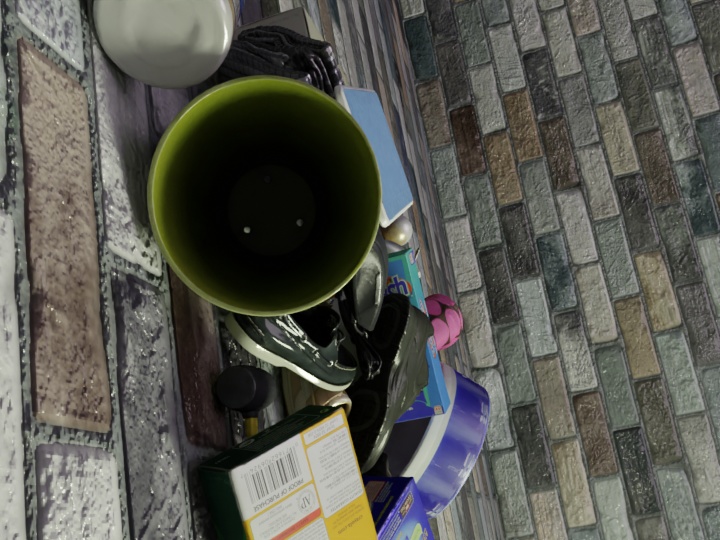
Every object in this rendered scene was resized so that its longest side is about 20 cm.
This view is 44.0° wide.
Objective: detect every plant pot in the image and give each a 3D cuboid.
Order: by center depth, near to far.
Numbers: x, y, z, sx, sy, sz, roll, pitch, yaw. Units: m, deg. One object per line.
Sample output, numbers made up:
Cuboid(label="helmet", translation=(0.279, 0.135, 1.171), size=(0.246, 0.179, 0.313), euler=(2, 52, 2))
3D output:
Cuboid(label="plant pot", translation=(-0.083, -0.060, 0.798), size=(0.200, 0.184, 0.190), euler=(-175, -109, -84))

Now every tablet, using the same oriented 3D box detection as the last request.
Cuboid(label="tablet", translation=(0.016, -0.116, 0.872), size=(0.200, 0.013, 0.132), euler=(-46, 117, -76))

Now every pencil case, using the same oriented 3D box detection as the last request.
Cuboid(label="pencil case", translation=(0.066, 0.098, 1.218), size=(0.091, 0.094, 0.199), euler=(40, 30, 16))

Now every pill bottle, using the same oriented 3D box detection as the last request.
Cuboid(label="pill bottle", translation=(-0.152, -0.250, 0.766), size=(0.201, 0.109, 0.112), euler=(-88, 161, -52))

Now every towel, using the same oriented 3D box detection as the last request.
Cuboid(label="towel", translation=(-0.068, -0.168, 0.952), size=(0.199, 0.085, 0.167), euler=(32, -35, 52))

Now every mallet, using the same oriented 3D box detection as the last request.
Cuboid(label="mallet", translation=(-0.094, 0.180, 0.769), size=(0.066, 0.041, 0.203), euler=(51, 32, -68))

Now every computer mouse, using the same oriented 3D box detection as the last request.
Cuboid(label="computer mouse", translation=(0.000, 0.000, 0.933), size=(0.141, 0.045, 0.202), euler=(-115, -165, -55))

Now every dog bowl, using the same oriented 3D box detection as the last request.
Cuboid(label="dog bowl", translation=(0.092, 0.229, 1.212), size=(0.078, 0.201, 0.201), euler=(28, 26, -10))

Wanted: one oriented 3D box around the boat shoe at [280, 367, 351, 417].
Cuboid(label="boat shoe", translation=(-0.042, 0.152, 0.960), size=(0.074, 0.068, 0.202), euler=(58, 20, -54))

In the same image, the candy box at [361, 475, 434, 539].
Cuboid(label="candy box", translation=(0.020, 0.342, 0.908), size=(0.169, 0.076, 0.202), euler=(-45, 122, -51))

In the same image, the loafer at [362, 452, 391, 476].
Cuboid(label="loafer", translation=(0.010, 0.279, 1.063), size=(0.200, 0.072, 0.072), euler=(-37, 114, -77))

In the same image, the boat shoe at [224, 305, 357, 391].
Cuboid(label="boat shoe", translation=(-0.050, 0.063, 0.892), size=(0.199, 0.066, 0.075), euler=(33, 14, -47))

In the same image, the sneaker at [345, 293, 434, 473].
Cuboid(label="sneaker", translation=(0.036, 0.132, 1.000), size=(0.090, 0.075, 0.203), euler=(28, 81, -45))

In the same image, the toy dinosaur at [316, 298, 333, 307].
Cuboid(label="toy dinosaur", translation=(-0.064, -0.002, 1.001), size=(0.201, 0.076, 0.103), euler=(67, 8, -52))

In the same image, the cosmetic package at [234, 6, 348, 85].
Cuboid(label="cosmetic package", translation=(-0.082, -0.240, 1.127), size=(0.200, 0.102, 0.074), euler=(47, 31, -71))

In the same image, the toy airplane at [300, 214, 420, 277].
Cuboid(label="toy airplane", translation=(0.004, -0.041, 1.211), size=(0.201, 0.140, 0.199), euler=(57, -10, 14))

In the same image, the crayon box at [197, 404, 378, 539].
Cuboid(label="crayon box", translation=(-0.048, 0.230, 0.740), size=(0.125, 0.051, 0.203), euler=(-22, 100, -42))

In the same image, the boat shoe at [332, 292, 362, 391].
Cuboid(label="boat shoe", translation=(-0.023, 0.127, 1.051), size=(0.064, 0.070, 0.203), euler=(143, -47, -80))

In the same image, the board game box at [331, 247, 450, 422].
Cuboid(label="board game box", translation=(0.014, 0.088, 1.097), size=(0.045, 0.150, 0.203), euler=(-34, 110, -72))
